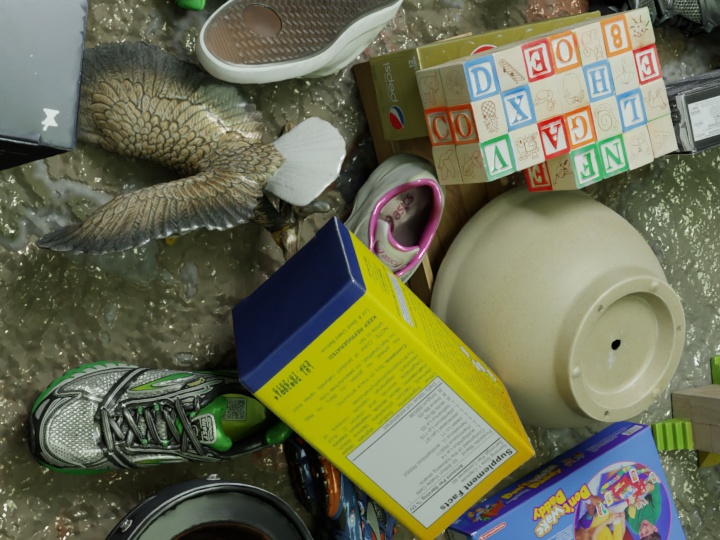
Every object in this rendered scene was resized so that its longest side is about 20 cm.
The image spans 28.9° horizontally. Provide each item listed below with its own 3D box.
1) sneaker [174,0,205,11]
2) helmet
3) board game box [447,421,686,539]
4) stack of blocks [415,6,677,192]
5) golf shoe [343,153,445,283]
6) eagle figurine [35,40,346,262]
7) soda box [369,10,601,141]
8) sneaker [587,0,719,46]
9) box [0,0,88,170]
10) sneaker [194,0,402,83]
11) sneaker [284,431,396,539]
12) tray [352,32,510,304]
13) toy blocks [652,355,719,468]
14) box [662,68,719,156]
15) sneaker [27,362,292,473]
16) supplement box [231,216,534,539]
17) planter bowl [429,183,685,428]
[{"bbox_3d":[-0.061,-0.245,1.062,0.198,0.078,0.086,-14,104,-18],"label":"sneaker"},{"bbox_3d":[-0.108,0.252,0.975,0.198,0.191,0.201,-14,132,-16],"label":"helmet"},{"bbox_3d":[0.183,0.235,1.204,0.199,0.045,0.136,-25,102,-25],"label":"board game box"},{"bbox_3d":[0.144,-0.120,1.058,0.199,0.058,0.116,-21,102,-34],"label":"stack of blocks"},{"bbox_3d":[0.000,0.000,1.066,0.075,0.092,0.201,30,91,-11],"label":"golf shoe"},{"bbox_3d":[-0.123,-0.067,0.999,0.199,0.152,0.152,16,104,-31],"label":"eagle figurine"},{"bbox_3d":[0.107,-0.156,1.107,0.199,0.064,0.068,-17,100,-35],"label":"soda box"},{"bbox_3d":[0.271,-0.228,1.227,0.199,0.076,0.115,37,77,-20],"label":"sneaker"},{"bbox_3d":[-0.290,-0.137,0.867,0.195,0.200,0.119,8,87,-28],"label":"box"},{"bbox_3d":[-0.049,-0.163,1.037,0.199,0.085,0.073,-27,72,-43],"label":"sneaker"},{"bbox_3d":[0.003,0.205,1.097,0.078,0.075,0.202,-15,99,-29],"label":"sneaker"},{"bbox_3d":[0.067,-0.083,1.145,0.098,0.037,0.202,-19,100,-26],"label":"tray"},{"bbox_3d":[0.383,0.128,1.255,0.198,0.136,0.101,-8,94,-27],"label":"toy blocks"},{"bbox_3d":[0.302,-0.142,1.197,0.198,0.157,0.050,-18,99,-27],"label":"box"},{"bbox_3d":[-0.140,0.103,1.004,0.198,0.085,0.079,-7,94,-26],"label":"sneaker"},{"bbox_3d":[0.015,0.080,1.005,0.109,0.110,0.200,-41,114,11],"label":"supplement box"},{"bbox_3d":[0.173,0.043,1.119,0.199,0.134,0.202,-12,113,-30],"label":"planter bowl"}]
